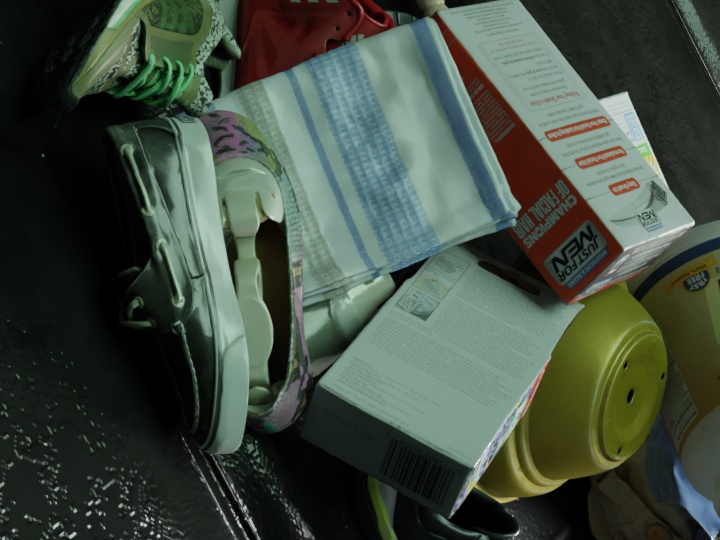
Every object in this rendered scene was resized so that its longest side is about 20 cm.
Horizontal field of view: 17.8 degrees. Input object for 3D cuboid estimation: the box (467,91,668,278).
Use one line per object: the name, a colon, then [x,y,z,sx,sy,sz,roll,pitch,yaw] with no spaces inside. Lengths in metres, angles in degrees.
box: [0.143,-0.056,1.731,0.200,0.101,0.113,-22,88,-59]

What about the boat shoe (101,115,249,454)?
boat shoe: [-0.112,0.011,1.342,0.063,0.071,0.201,-7,82,-24]

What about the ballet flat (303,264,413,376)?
ballet flat: [0.000,0.000,1.507,0.068,0.064,0.200,66,29,-22]

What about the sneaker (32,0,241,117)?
sneaker: [-0.122,-0.129,1.393,0.089,0.077,0.200,51,34,-7]

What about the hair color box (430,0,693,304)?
hair color box: [0.119,-0.082,1.527,0.200,0.064,0.111,52,32,13]

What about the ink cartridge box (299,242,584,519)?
ink cartridge box: [0.055,0.062,1.457,0.109,0.050,0.200,28,37,11]

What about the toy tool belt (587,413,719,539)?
toy tool belt: [0.235,0.168,1.697,0.125,0.123,0.200,48,35,-26]

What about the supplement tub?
supplement tub: [0.280,0.078,1.632,0.144,0.144,0.200,26,35,-46]

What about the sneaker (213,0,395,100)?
sneaker: [-0.034,-0.114,1.487,0.078,0.115,0.201,19,54,-50]

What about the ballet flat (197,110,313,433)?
ballet flat: [-0.067,-0.002,1.381,0.071,0.069,0.201,75,6,-85]

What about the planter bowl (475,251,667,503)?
planter bowl: [0.154,0.076,1.579,0.200,0.083,0.201,-32,131,-46]

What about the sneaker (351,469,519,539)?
sneaker: [0.070,0.192,1.467,0.200,0.083,0.072,57,32,-14]

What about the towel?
towel: [-0.013,-0.063,1.447,0.024,0.199,0.147,146,-78,-77]

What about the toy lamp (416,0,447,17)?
toy lamp: [0.058,-0.195,1.742,0.058,0.058,0.201,-6,75,-58]

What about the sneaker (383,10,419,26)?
sneaker: [0.026,-0.132,1.624,0.200,0.087,0.075,17,75,-55]
